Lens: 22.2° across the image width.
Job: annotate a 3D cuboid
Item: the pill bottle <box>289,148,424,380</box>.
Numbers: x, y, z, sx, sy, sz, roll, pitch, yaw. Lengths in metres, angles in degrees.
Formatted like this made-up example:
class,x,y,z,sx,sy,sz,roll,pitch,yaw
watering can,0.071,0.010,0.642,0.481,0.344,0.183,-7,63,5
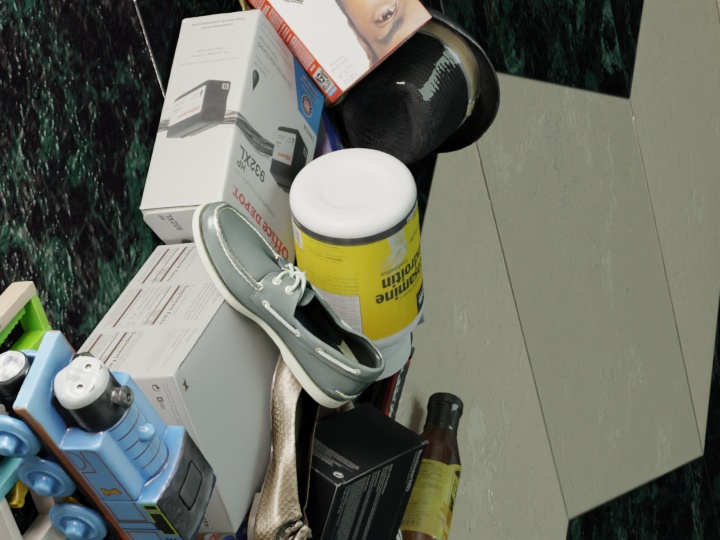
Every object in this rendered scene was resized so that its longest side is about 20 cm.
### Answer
class,x,y,z,sx,sy,sz,roll,pitch,yaw
pill bottle,0.000,0.000,1.632,0.112,0.111,0.201,-68,159,-44

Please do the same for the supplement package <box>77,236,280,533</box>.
class,x,y,z,sx,sy,sz,roll,pitch,yaw
supplement package,-0.135,0.093,1.500,0.200,0.110,0.157,-59,137,-51

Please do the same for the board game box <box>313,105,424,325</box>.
class,x,y,z,sx,sy,sz,roll,pitch,yaw
board game box,-0.009,-0.069,1.796,0.200,0.041,0.201,54,17,-49

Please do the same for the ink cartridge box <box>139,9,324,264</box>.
class,x,y,z,sx,sy,sz,roll,pitch,yaw
ink cartridge box,-0.109,-0.104,1.617,0.145,0.083,0.201,52,41,-52

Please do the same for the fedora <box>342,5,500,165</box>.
class,x,y,z,sx,sy,sz,roll,pitch,yaw
fedora,0.036,-0.161,1.758,0.092,0.199,0.201,-61,140,-35

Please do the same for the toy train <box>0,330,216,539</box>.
class,x,y,z,sx,sy,sz,roll,pitch,yaw
toy train,-0.188,0.126,1.322,0.201,0.113,0.087,62,34,-42

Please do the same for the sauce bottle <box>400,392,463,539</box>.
class,x,y,z,sx,sy,sz,roll,pitch,yaw
sauce bottle,0.077,0.225,1.992,0.066,0.065,0.201,57,39,-46

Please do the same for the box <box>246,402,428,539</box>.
class,x,y,z,sx,sy,sz,roll,pitch,yaw
box,-0.032,0.234,1.617,0.141,0.079,0.201,-16,130,-51

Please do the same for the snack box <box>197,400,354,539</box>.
class,x,y,z,sx,sy,sz,roll,pitch,yaw
snack box,-0.079,0.175,1.615,0.200,0.024,0.072,-44,130,-27

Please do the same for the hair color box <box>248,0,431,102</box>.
class,x,y,z,sx,sy,sz,roll,pitch,yaw
hair color box,-0.043,-0.266,1.647,0.200,0.111,0.064,50,-10,-4

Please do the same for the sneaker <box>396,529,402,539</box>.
class,x,y,z,sx,sy,sz,roll,pitch,yaw
sneaker,0.003,0.304,1.804,0.080,0.078,0.202,-59,140,-60

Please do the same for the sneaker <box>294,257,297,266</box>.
class,x,y,z,sx,sy,sz,roll,pitch,yaw
sneaker,-0.069,0.018,1.701,0.200,0.070,0.083,-60,145,-46

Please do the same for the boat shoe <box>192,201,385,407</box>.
class,x,y,z,sx,sy,sz,roll,pitch,yaw
boat shoe,-0.054,0.019,1.462,0.200,0.062,0.073,53,39,-12

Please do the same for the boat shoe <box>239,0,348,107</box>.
class,x,y,z,sx,sy,sz,roll,pitch,yaw
boat shoe,-0.079,-0.239,1.711,0.068,0.072,0.201,-27,92,-47

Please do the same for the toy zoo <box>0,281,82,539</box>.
class,x,y,z,sx,sy,sz,roll,pitch,yaw
toy zoo,-0.246,0.127,1.358,0.131,0.020,0.201,-58,137,-53

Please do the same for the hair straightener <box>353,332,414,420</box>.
class,x,y,z,sx,sy,sz,roll,pitch,yaw
hair straightener,0.005,0.134,1.846,0.041,0.077,0.202,11,92,-45

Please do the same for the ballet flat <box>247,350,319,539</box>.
class,x,y,z,sx,sy,sz,roll,pitch,yaw
ballet flat,-0.050,0.141,1.490,0.067,0.046,0.201,53,41,-53
